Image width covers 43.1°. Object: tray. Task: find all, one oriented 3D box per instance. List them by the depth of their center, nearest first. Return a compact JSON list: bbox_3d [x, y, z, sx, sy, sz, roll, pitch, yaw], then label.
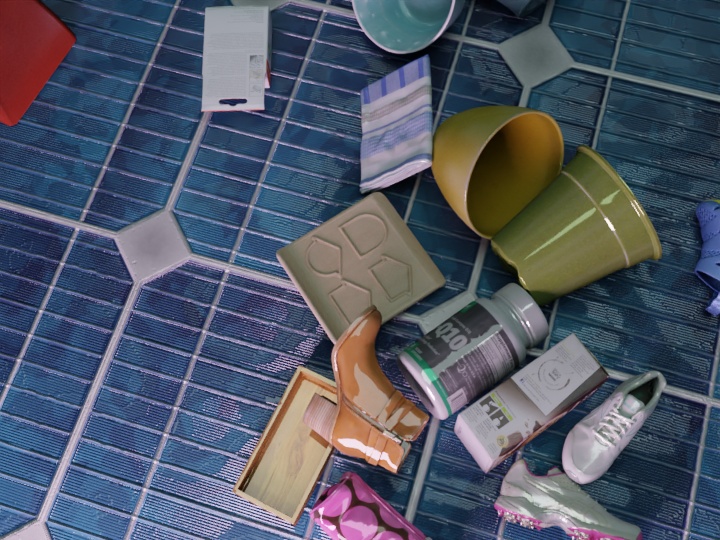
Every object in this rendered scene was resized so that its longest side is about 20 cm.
[{"bbox_3d":[-0.089,0.246,1.295,0.098,0.037,0.201,25,73,11],"label":"tray"}]

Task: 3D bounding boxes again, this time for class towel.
[{"bbox_3d":[0.053,-0.228,1.431,0.147,0.024,0.201,-19,60,40],"label":"towel"}]

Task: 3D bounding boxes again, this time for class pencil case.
[{"bbox_3d":[0.029,0.357,1.221,0.200,0.091,0.094,38,110,13],"label":"pencil case"}]

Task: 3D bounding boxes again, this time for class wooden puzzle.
[{"bbox_3d":[0.000,0.000,1.383,0.200,0.046,0.186,-30,71,-14],"label":"wooden puzzle"}]

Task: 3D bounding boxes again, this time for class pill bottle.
[{"bbox_3d":[0.161,0.111,1.294,0.200,0.113,0.113,-34,71,-11],"label":"pill bottle"}]

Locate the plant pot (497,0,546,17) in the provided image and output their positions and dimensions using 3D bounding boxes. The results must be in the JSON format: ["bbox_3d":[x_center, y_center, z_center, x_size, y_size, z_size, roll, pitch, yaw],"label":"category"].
[{"bbox_3d":[0.255,-0.531,1.504,0.200,0.200,0.188,-37,87,-11],"label":"plant pot"}]

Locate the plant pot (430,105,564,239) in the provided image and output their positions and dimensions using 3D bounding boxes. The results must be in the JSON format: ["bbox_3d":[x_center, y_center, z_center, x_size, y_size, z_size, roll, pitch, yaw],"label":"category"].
[{"bbox_3d":[0.186,-0.167,1.375,0.200,0.200,0.142,-41,46,-13],"label":"plant pot"}]

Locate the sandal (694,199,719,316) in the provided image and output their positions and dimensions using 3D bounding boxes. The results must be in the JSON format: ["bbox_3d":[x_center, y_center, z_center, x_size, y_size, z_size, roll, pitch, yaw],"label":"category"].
[{"bbox_3d":[0.534,-0.012,1.347,0.087,0.080,0.201,-14,68,2],"label":"sandal"}]

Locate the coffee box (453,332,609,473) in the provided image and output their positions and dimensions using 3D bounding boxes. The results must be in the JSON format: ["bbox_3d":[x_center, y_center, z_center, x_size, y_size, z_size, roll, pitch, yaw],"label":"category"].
[{"bbox_3d":[0.234,0.185,1.263,0.200,0.113,0.080,-34,71,-10],"label":"coffee box"}]

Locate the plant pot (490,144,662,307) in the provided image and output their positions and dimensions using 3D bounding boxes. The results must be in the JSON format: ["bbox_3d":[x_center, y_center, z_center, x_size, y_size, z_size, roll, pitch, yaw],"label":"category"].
[{"bbox_3d":[0.298,-0.047,1.326,0.190,0.200,0.200,-34,71,4],"label":"plant pot"}]

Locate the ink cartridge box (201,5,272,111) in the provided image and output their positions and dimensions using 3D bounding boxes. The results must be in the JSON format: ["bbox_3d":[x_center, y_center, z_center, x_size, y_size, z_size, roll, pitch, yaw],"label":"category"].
[{"bbox_3d":[-0.205,-0.343,1.518,0.108,0.050,0.201,-1,70,1],"label":"ink cartridge box"}]

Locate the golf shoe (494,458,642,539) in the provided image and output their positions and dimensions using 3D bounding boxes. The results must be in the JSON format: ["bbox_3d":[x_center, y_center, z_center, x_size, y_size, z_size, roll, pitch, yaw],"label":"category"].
[{"bbox_3d":[0.286,0.316,1.234,0.199,0.075,0.092,15,67,7],"label":"golf shoe"}]

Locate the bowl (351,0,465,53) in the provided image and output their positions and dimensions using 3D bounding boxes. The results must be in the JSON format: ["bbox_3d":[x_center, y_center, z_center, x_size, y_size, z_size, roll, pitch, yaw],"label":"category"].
[{"bbox_3d":[0.095,-0.461,1.492,0.201,0.201,0.105,46,37,17],"label":"bowl"}]

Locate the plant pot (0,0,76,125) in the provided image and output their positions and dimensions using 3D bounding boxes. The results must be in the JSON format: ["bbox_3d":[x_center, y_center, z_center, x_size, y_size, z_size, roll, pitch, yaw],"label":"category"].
[{"bbox_3d":[-0.623,-0.392,1.486,0.199,0.176,0.200,25,72,11],"label":"plant pot"}]

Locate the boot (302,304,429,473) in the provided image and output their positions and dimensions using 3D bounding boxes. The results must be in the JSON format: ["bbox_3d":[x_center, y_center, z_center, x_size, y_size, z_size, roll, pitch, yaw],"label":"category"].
[{"bbox_3d":[0.027,0.163,1.251,0.154,0.074,0.201,26,96,18],"label":"boot"}]

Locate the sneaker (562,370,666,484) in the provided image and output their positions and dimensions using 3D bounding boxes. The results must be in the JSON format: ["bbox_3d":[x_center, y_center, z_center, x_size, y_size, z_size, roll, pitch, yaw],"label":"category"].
[{"bbox_3d":[0.348,0.207,1.254,0.070,0.080,0.200,40,66,15],"label":"sneaker"}]
